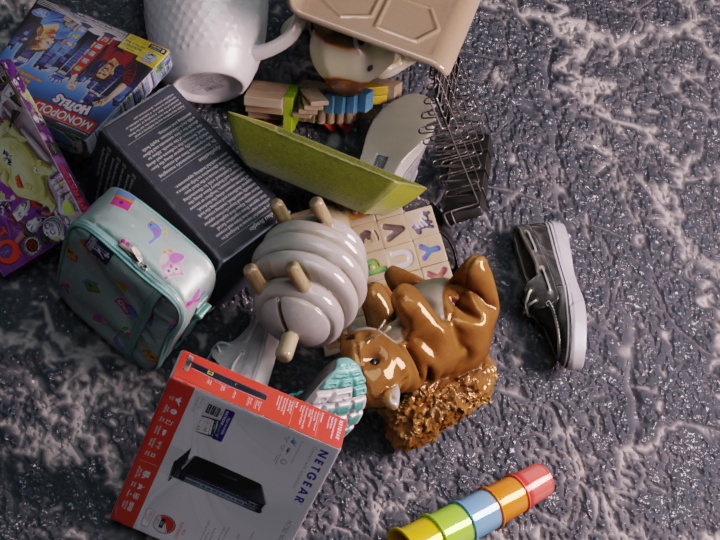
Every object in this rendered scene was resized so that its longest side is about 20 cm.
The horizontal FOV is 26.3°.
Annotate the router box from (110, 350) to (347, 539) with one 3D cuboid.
[{"bbox_3d":[-0.132,0.197,1.531,0.179,0.201,0.049,23,32,-4],"label":"router box"}]

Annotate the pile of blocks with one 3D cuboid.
[{"bbox_3d":[-0.044,-0.188,1.836,0.199,0.062,0.082,-5,28,-15],"label":"pile of blocks"}]

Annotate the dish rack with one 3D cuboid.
[{"bbox_3d":[0.106,-0.170,1.793,0.054,0.201,0.154,-10,40,18],"label":"dish rack"}]

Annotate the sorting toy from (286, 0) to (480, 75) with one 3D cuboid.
[{"bbox_3d":[0.031,-0.313,1.749,0.199,0.037,0.186,24,50,-1],"label":"sorting toy"}]

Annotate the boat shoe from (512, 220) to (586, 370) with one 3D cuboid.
[{"bbox_3d":[0.218,0.031,1.817,0.071,0.072,0.201,-2,54,-9],"label":"boat shoe"}]

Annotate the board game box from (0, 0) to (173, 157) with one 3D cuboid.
[{"bbox_3d":[-0.340,-0.193,1.716,0.199,0.062,0.200,25,62,26],"label":"board game box"}]

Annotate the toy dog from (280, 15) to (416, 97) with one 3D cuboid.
[{"bbox_3d":[-0.006,-0.292,1.830,0.193,0.140,0.200,2,28,3],"label":"toy dog"}]

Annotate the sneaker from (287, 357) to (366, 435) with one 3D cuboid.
[{"bbox_3d":[-0.064,0.154,1.587,0.077,0.200,0.091,3,40,-38],"label":"sneaker"}]

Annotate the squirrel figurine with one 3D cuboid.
[{"bbox_3d":[0.058,0.106,1.643,0.187,0.141,0.201,-42,122,-42],"label":"squirrel figurine"}]

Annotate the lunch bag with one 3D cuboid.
[{"bbox_3d":[-0.233,0.014,1.593,0.160,0.200,0.077,42,61,4],"label":"lunch bag"}]

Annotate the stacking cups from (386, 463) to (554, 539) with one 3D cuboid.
[{"bbox_3d":[0.124,0.268,1.667,0.199,0.061,0.061,-20,71,-31],"label":"stacking cups"}]

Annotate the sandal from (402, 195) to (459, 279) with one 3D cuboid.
[{"bbox_3d":[0.089,0.003,1.783,0.075,0.048,0.201,7,65,-30],"label":"sandal"}]

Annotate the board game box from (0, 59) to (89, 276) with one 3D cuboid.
[{"bbox_3d":[-0.377,-0.109,1.645,0.201,0.120,0.032,61,21,3],"label":"board game box"}]

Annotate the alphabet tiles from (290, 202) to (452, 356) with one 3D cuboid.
[{"bbox_3d":[0.000,0.000,1.743,0.199,0.006,0.167,-16,84,-6],"label":"alphabet tiles"}]

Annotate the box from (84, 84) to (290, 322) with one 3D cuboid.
[{"bbox_3d":[-0.192,-0.072,1.682,0.107,0.149,0.200,-37,79,-30],"label":"box"}]

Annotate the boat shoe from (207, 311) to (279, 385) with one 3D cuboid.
[{"bbox_3d":[-0.135,0.111,1.657,0.068,0.072,0.201,20,68,-8],"label":"boat shoe"}]

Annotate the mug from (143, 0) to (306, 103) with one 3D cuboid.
[{"bbox_3d":[-0.156,-0.297,1.795,0.199,0.148,0.176,-8,72,17],"label":"mug"}]

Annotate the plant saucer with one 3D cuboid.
[{"bbox_3d":[-0.040,-0.108,1.676,0.199,0.200,0.048,23,96,9],"label":"plant saucer"}]

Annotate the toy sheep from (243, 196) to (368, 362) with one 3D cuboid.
[{"bbox_3d":[-0.056,0.010,1.586,0.137,0.138,0.201,26,55,-4],"label":"toy sheep"}]

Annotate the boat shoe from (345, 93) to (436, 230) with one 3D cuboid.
[{"bbox_3d":[0.031,-0.119,1.827,0.070,0.072,0.201,21,64,14],"label":"boat shoe"}]
